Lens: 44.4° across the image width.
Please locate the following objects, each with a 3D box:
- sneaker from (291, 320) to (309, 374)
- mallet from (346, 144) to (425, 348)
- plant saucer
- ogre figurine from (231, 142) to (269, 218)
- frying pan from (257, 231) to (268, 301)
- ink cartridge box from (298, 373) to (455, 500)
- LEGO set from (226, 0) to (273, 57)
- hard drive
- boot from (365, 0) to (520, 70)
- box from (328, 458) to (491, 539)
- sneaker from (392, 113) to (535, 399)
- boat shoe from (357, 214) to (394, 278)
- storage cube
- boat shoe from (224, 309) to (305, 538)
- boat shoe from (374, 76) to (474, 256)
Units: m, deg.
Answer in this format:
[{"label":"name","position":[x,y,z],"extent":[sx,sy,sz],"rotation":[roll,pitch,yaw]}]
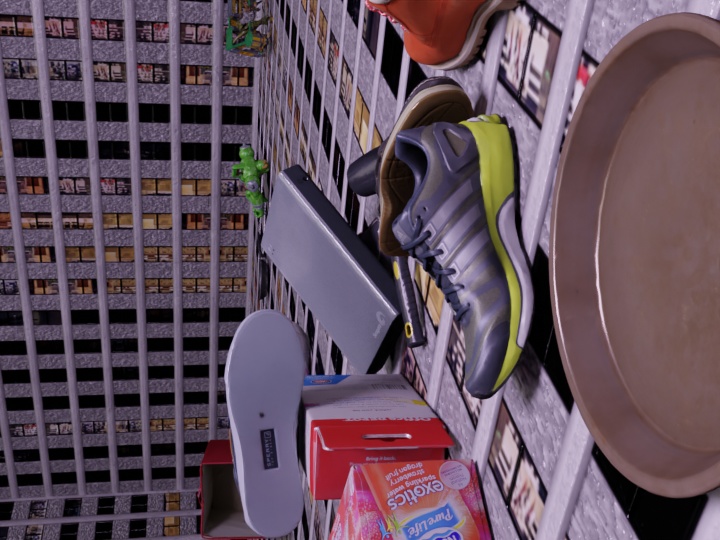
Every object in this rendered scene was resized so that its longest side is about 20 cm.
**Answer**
[{"label":"sneaker","position":[-0.123,0.187,1.576],"extent":[0.088,0.081,0.200],"rotation":[-121,24,-66]},{"label":"mallet","position":[0.040,-0.029,0.837],"extent":[0.066,0.041,0.200],"rotation":[-34,64,41]},{"label":"plant saucer","position":[0.133,-0.006,0.378],"extent":[0.200,0.029,0.200],"rotation":[180,90,-79]},{"label":"ogre figurine","position":[-0.291,-0.251,2.353],"extent":[0.120,0.098,0.200],"rotation":[86,-170,-66]},{"label":"frying pan","position":[-0.269,-0.002,2.409],"extent":[0.115,0.031,0.190],"rotation":[101,167,-45]},{"label":"ink cartridge box","position":[0.005,0.153,0.802],"extent":[0.200,0.116,0.067],"rotation":[-137,48,-76]},{"label":"LEGO set","position":[-0.262,-0.634,2.253],"extent":[0.154,0.116,0.200],"rotation":[-16,77,48]},{"label":"hard drive","position":[-0.029,0.004,0.933],"extent":[0.200,0.033,0.140],"rotation":[51,148,19]},{"label":"boot","position":[0.044,-0.200,0.628],"extent":[0.200,0.107,0.075],"rotation":[139,128,-77]},{"label":"box","position":[0.032,0.241,0.716],"extent":[0.200,0.100,0.096],"rotation":[104,162,-50]},{"label":"sneaker","position":[0.063,-0.011,0.593],"extent":[0.074,0.081,0.200],"rotation":[115,152,-66]},{"label":"boat shoe","position":[0.000,0.000,0.959],"extent":[0.200,0.063,0.073],"rotation":[113,157,-61]},{"label":"storage cube","position":[-0.256,0.481,1.956],"extent":[0.180,0.200,0.171],"rotation":[-130,40,-83]},{"label":"boat shoe","position":[-0.092,0.135,0.805],"extent":[0.091,0.071,0.200],"rotation":[175,94,-74]},{"label":"boat shoe","position":[0.042,-0.088,0.722],"extent":[0.200,0.073,0.065],"rotation":[105,156,-54]}]
